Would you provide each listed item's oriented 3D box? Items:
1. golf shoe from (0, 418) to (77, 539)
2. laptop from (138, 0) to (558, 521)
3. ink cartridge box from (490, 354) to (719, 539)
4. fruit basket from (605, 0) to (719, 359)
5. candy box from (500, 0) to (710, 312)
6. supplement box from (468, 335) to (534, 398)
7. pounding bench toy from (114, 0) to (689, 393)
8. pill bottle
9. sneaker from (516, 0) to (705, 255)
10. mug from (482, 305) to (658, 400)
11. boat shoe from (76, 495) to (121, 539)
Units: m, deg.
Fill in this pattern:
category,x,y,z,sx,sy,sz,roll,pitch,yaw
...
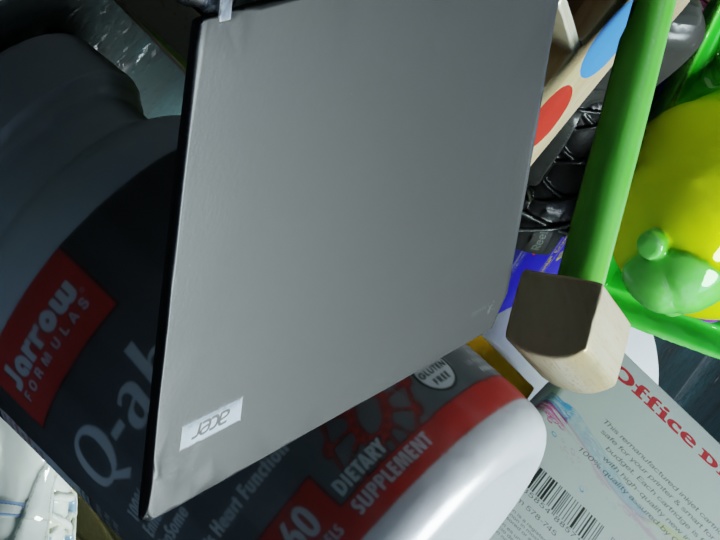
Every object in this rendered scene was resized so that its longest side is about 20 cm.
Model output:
category,x,y,z,sx,sy,sz,roll,pitch,yaw
golf shoe,-0.129,0.099,0.737,0.201,0.097,0.078,-54,161,8
laptop,-0.032,-0.071,0.497,0.103,0.201,0.177,-42,170,33
ink cartridge box,0.089,0.156,0.896,0.145,0.145,0.200,-49,174,35
fruit basket,0.182,-0.037,0.876,0.216,0.154,0.217,-161,-90,-81
candy box,0.123,-0.077,1.044,0.170,0.077,0.200,-58,163,26
supplement box,-0.030,0.099,0.935,0.200,0.109,0.110,-43,175,-23
pounding bench toy,0.049,-0.077,0.641,0.156,0.200,0.124,-49,163,-1
pill bottle,-0.050,0.026,0.600,0.116,0.200,0.116,-44,164,-16
sneaker,0.086,-0.059,0.845,0.075,0.092,0.200,5,158,-26
mug,0.068,0.079,1.096,0.187,0.149,0.153,-54,165,18
boat shoe,-0.146,0.129,0.812,0.201,0.072,0.066,-46,169,3
